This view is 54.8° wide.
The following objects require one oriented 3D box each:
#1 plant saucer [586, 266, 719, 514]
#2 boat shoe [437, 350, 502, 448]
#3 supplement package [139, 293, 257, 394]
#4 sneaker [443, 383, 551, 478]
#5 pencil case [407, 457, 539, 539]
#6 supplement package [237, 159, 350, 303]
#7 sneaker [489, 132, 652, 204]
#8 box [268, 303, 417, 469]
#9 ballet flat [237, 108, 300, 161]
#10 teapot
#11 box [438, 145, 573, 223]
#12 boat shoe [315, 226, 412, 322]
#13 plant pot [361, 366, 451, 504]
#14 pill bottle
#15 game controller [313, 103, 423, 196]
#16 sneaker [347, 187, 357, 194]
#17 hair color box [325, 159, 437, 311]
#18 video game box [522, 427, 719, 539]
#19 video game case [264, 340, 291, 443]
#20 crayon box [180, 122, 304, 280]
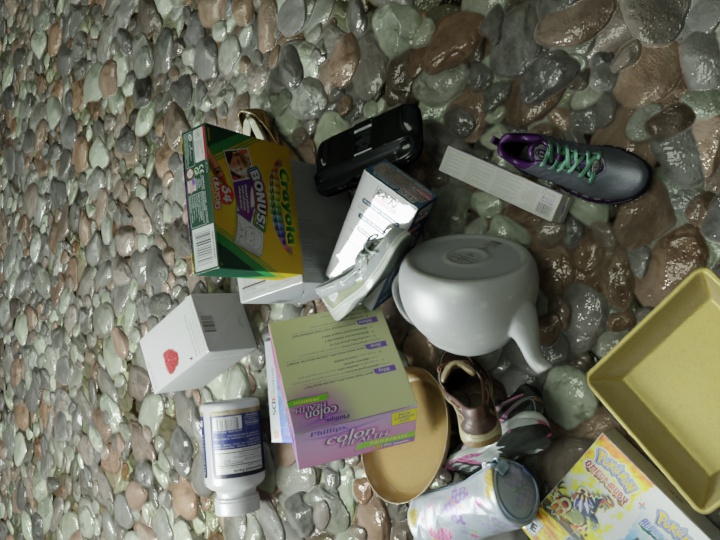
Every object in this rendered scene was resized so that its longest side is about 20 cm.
[{"bbox_3d":[0.394,0.133,0.786,0.200,0.048,0.200,-53,57,27],"label":"plant saucer"},{"bbox_3d":[0.139,0.148,0.930,0.072,0.200,0.072,-17,114,6],"label":"boat shoe"},{"bbox_3d":[-0.319,0.143,1.354,0.200,0.119,0.122,-37,67,34],"label":"supplement package"},{"bbox_3d":[0.191,0.223,0.952,0.200,0.080,0.087,-44,24,43],"label":"sneaker"},{"bbox_3d":[0.149,0.322,0.946,0.091,0.083,0.200,44,135,-3],"label":"pencil case"},{"bbox_3d":[-0.111,-0.058,1.157,0.150,0.151,0.202,-18,77,37],"label":"supplement package"},{"bbox_3d":[0.261,-0.133,0.881,0.199,0.087,0.075,21,102,39],"label":"sneaker"},{"bbox_3d":[-0.030,0.163,1.021,0.097,0.174,0.201,89,165,-45],"label":"box"},{"bbox_3d":[-0.171,-0.225,1.267,0.068,0.072,0.201,-45,62,30],"label":"ballet flat"},{"bbox_3d":[0.141,0.046,0.934,0.196,0.200,0.147,-4,114,2],"label":"teapot"},{"bbox_3d":[0.199,-0.121,0.967,0.199,0.039,0.042,31,107,37],"label":"box"},{"bbox_3d":[0.001,0.000,0.972,0.065,0.074,0.202,46,138,4],"label":"boat shoe"},{"bbox_3d":[0.071,0.245,1.039,0.200,0.027,0.202,-31,50,45],"label":"plant pot"},{"bbox_3d":[-0.234,0.341,1.280,0.111,0.111,0.202,-11,82,40],"label":"pill bottle"},{"bbox_3d":[0.009,-0.184,1.063,0.199,0.042,0.105,-17,53,34],"label":"game controller"},{"bbox_3d":[0.014,-0.123,1.106,0.112,0.071,0.201,-30,62,32],"label":"sneaker"},{"bbox_3d":[0.027,-0.049,1.016,0.100,0.060,0.201,37,131,17],"label":"hair color box"},{"bbox_3d":[0.321,0.330,0.845,0.200,0.047,0.183,47,115,31],"label":"video game box"},{"bbox_3d":[-0.079,0.204,1.195,0.199,0.045,0.183,-10,83,40],"label":"video game case"},{"bbox_3d":[-0.166,-0.092,0.995,0.058,0.172,0.202,-13,80,35],"label":"crayon box"}]
